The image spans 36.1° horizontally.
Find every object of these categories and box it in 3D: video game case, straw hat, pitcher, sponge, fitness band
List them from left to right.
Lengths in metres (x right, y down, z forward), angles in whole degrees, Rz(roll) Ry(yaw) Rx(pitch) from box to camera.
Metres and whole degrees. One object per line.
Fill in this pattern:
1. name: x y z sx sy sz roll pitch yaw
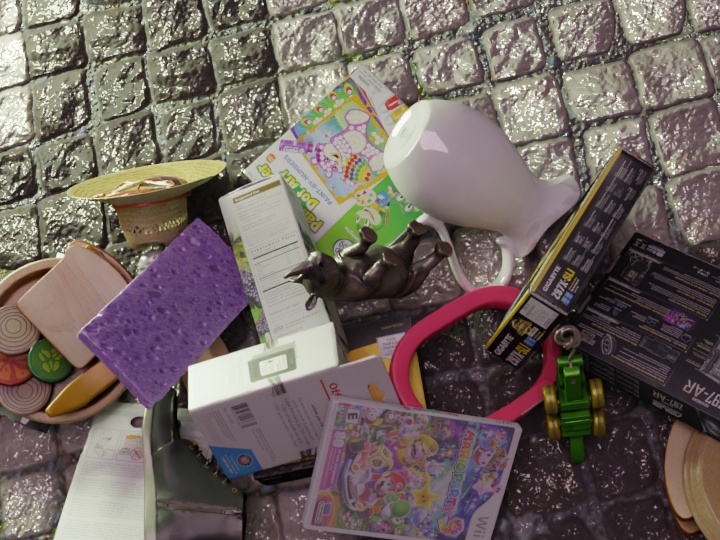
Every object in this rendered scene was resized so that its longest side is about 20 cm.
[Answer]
1. straw hat: -0.242 -0.067 1.289 0.200 0.201 0.086 -7 105 9
2. sponge: -0.205 0.044 1.216 0.112 0.030 0.200 45 57 -6
3. video game case: 0.052 0.207 1.120 0.199 0.018 0.144 10 106 -13
4. pitcher: 0.114 -0.077 1.199 0.199 0.121 0.172 30 92 -23
5. fitness band: 0.125 0.100 1.179 0.199 0.037 0.144 -29 73 -19

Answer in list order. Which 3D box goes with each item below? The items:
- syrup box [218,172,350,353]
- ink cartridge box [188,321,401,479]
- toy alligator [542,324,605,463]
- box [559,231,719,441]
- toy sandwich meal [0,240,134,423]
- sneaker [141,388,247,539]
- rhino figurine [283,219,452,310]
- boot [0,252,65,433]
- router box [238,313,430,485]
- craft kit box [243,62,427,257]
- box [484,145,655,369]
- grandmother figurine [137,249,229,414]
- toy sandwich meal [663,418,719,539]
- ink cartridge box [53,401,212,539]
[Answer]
1. syrup box: -0.084 0.004 1.210 0.081 0.079 0.201 -22 66 4
2. ink cartridge box: -0.063 0.129 1.132 0.199 0.116 0.067 -17 40 5
3. toy alligator: 0.214 0.114 1.124 0.059 0.201 0.054 -8 39 7
4. box: 0.330 0.065 1.136 0.199 0.044 0.160 27 65 29
5. toy sandwich meal: -0.331 0.071 1.231 0.204 0.070 0.207 1 81 -9
6. sneaker: -0.177 0.214 1.190 0.105 0.075 0.201 -6 61 -3
7. rhino figurine: 0.000 0.000 1.140 0.088 0.199 0.060 -50 60 38
8. boot: -0.398 0.069 1.307 0.164 0.066 0.201 21 81 8
9. router box: -0.026 0.143 1.216 0.199 0.051 0.150 -13 69 7
10. craft kit box: -0.002 -0.111 1.299 0.197 0.049 0.200 -44 70 -2
11. box: 0.213 -0.010 1.134 0.049 0.160 0.200 33 65 7
12. grandmother figurine: -0.199 0.061 1.275 0.121 0.061 0.201 -26 70 -12
13. toy sandwich meal: 0.403 0.217 1.104 0.204 0.070 0.206 0 67 1
14. ink cartridge box: -0.245 0.251 1.242 0.161 0.050 0.201 3 55 12
